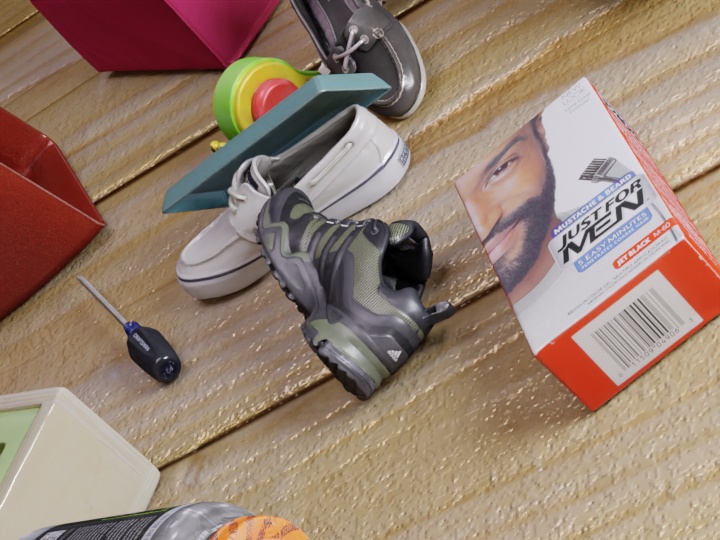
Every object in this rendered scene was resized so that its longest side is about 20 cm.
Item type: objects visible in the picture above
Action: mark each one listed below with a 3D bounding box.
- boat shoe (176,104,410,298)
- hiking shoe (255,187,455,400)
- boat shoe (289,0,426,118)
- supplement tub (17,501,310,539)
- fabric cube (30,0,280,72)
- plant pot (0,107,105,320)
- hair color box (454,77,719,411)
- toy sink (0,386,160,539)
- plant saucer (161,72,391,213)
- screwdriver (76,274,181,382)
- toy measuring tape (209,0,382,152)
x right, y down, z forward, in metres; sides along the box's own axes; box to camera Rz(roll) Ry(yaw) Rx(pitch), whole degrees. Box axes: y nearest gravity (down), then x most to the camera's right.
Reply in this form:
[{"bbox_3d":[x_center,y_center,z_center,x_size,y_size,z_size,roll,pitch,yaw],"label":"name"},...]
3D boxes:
[{"bbox_3d":[-0.061,-0.051,1.663,0.200,0.066,0.072,-28,35,25],"label":"boat shoe"},{"bbox_3d":[0.000,0.000,1.541,0.100,0.076,0.200,-33,41,3],"label":"hiking shoe"},{"bbox_3d":[-0.018,-0.184,1.724,0.067,0.057,0.200,-54,46,28],"label":"boat shoe"},{"bbox_3d":[-0.120,0.202,1.384,0.199,0.123,0.123,-14,43,42],"label":"supplement tub"},{"bbox_3d":[-0.175,-0.300,1.962,0.199,0.200,0.197,7,57,52],"label":"fabric cube"},{"bbox_3d":[-0.356,-0.050,1.904,0.177,0.200,0.200,-53,30,7],"label":"plant pot"},{"bbox_3d":[0.135,-0.020,1.399,0.111,0.064,0.200,-39,30,11],"label":"hair color box"},{"bbox_3d":[-0.247,0.189,1.558,0.130,0.112,0.201,-9,46,45],"label":"toy sink"},{"bbox_3d":[-0.064,-0.091,1.678,0.200,0.070,0.019,-32,73,44],"label":"plant saucer"},{"bbox_3d":[-0.175,0.034,1.732,0.200,0.028,0.029,46,119,56],"label":"screwdriver"},{"bbox_3d":[-0.055,-0.157,1.777,0.073,0.074,0.200,12,63,54],"label":"toy measuring tape"}]
